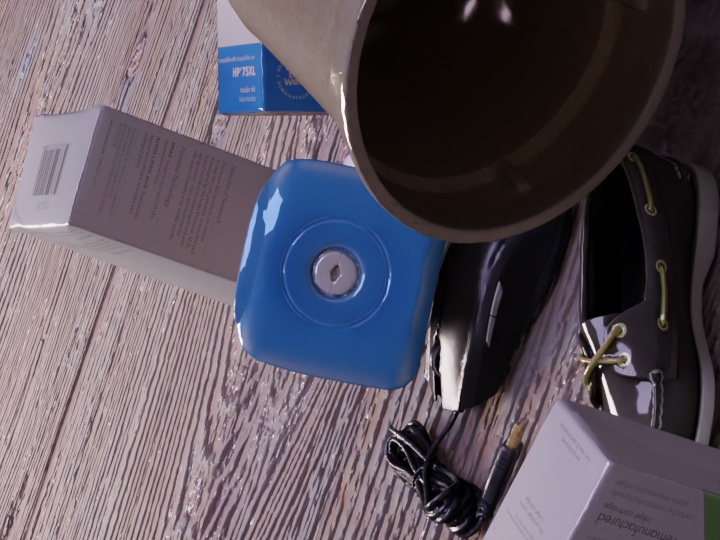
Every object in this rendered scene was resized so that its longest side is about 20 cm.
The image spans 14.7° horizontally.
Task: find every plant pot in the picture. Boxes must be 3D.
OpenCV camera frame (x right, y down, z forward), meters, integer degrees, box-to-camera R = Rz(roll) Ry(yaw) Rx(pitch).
[{"bbox_3d":[0.029,-0.143,1.394,0.183,0.200,0.201,38,108,48],"label":"plant pot"}]

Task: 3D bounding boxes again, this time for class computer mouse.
[{"bbox_3d":[0.064,0.045,1.540,0.201,0.046,0.141,-64,24,14],"label":"computer mouse"}]

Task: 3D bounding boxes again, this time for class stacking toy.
[{"bbox_3d":[0.000,0.000,1.611,0.200,0.109,0.117,-6,-71,-82],"label":"stacking toy"}]

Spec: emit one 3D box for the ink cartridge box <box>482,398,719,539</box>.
[{"bbox_3d":[0.103,0.172,1.287,0.201,0.117,0.067,-64,28,16],"label":"ink cartridge box"}]

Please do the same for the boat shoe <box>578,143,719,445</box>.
[{"bbox_3d":[0.135,0.032,1.387,0.072,0.060,0.203,-35,43,51],"label":"boat shoe"}]

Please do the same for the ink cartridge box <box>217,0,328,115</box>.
[{"bbox_3d":[-0.021,-0.192,1.648,0.067,0.115,0.202,4,95,63],"label":"ink cartridge box"}]

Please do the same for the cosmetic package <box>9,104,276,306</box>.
[{"bbox_3d":[-0.107,-0.033,1.767,0.113,0.199,0.082,0,74,61],"label":"cosmetic package"}]

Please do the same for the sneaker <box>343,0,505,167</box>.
[{"bbox_3d":[0.054,-0.125,1.559,0.200,0.080,0.148,155,120,-63],"label":"sneaker"}]
